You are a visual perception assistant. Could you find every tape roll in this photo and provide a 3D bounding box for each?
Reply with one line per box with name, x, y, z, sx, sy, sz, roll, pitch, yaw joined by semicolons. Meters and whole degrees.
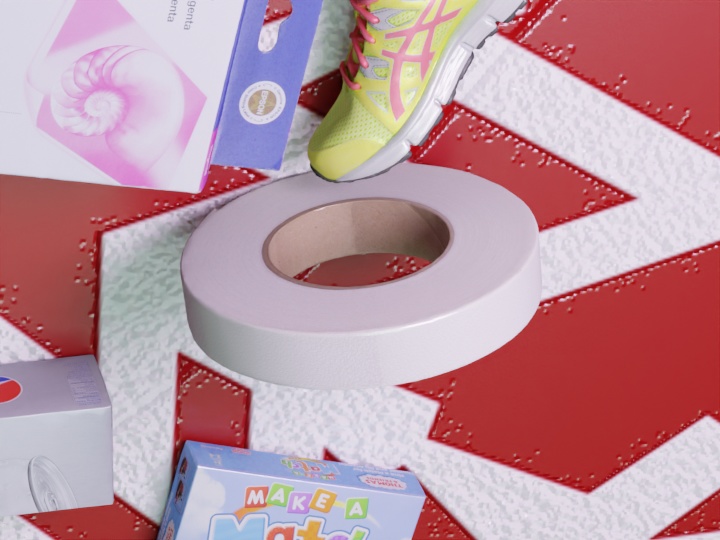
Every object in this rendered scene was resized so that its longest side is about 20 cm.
tape roll;0.000;0.000;1.568;0.201;0.203;0.037;-12;119;-11

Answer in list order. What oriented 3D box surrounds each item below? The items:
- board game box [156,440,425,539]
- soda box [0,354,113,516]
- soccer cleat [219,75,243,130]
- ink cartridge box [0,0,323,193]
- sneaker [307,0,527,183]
board game box;-0.060;0.208;1.747;0.150;0.037;0.201;9;112;-21
soda box;-0.242;0.101;1.620;0.198;0.064;0.069;-5;118;-15
soccer cleat;-0.122;-0.146;1.540;0.081;0.068;0.201;-14;130;20
ink cartridge box;-0.109;-0.136;1.478;0.199;0.043;0.197;4;119;-19
sneaker;0.021;-0.140;1.574;0.090;0.078;0.200;29;107;-23
